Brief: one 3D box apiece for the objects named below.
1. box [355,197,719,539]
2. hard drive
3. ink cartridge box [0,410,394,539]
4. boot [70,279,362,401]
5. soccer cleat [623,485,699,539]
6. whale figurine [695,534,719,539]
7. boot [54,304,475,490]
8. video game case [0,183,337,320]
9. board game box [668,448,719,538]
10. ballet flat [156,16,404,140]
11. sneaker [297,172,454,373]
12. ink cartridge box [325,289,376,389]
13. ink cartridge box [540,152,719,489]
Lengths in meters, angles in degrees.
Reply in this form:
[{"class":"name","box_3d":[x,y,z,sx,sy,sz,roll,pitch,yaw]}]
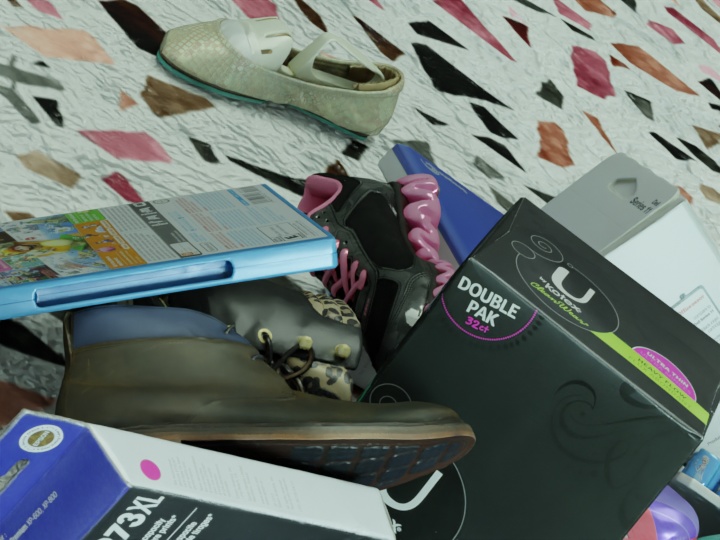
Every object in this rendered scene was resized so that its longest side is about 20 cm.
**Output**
[{"class":"box","box_3d":[0.071,0.092,1.264,0.148,0.200,0.124,38,23,3]},{"class":"hard drive","box_3d":[0.090,0.008,1.538,0.132,0.025,0.200,34,17,-33]},{"class":"ink cartridge box","box_3d":[-0.089,0.119,1.098,0.200,0.095,0.037,18,38,-37]},{"class":"boot","box_3d":[-0.075,0.047,1.290,0.150,0.073,0.200,19,20,-15]},{"class":"soccer cleat","box_3d":[0.105,0.098,1.381,0.200,0.077,0.067,23,18,38]},{"class":"whale figurine","box_3d":[0.224,0.200,1.381,0.159,0.104,0.200,20,4,26]},{"class":"boot","box_3d":[-0.048,0.056,1.163,0.200,0.075,0.097,-3,60,-16]},{"class":"video game case","box_3d":[-0.125,-0.009,1.221,0.200,0.018,0.143,-9,15,-14]},{"class":"board game box","box_3d":[0.250,0.170,1.466,0.200,0.026,0.200,35,-8,-4]},{"class":"ballet flat","box_3d":[-0.052,-0.148,1.725,0.200,0.062,0.067,15,30,-40]},{"class":"sneaker","box_3d":[0.000,0.000,1.423,0.095,0.079,0.200,15,25,-12]},{"class":"ink cartridge box","box_3d":[0.069,0.048,1.550,0.200,0.043,0.198,32,23,-12]},{"class":"ink cartridge box","box_3d":[0.200,0.038,1.564,0.200,0.083,0.147,56,-1,-16]}]
